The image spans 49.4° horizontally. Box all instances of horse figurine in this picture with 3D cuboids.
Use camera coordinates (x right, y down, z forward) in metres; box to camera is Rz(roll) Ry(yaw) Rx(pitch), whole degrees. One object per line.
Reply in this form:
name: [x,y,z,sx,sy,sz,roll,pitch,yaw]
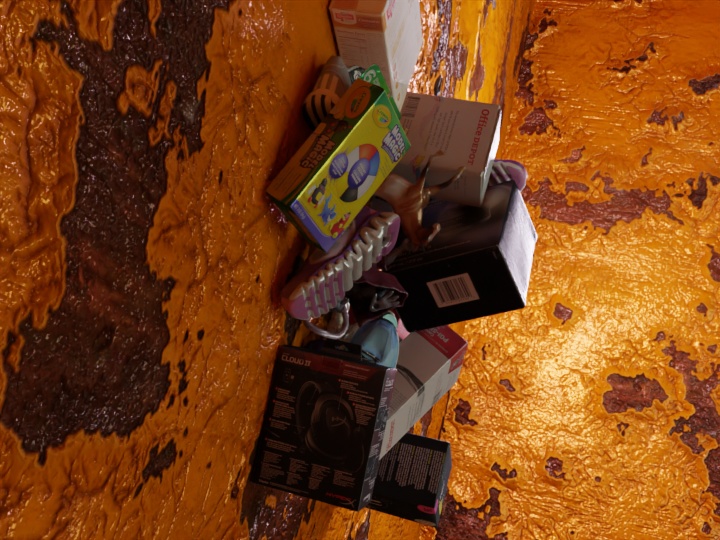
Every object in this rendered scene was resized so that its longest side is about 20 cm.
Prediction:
horse figurine: [0.053,-0.138,1.138,0.133,0.200,0.050,-54,-179,15]

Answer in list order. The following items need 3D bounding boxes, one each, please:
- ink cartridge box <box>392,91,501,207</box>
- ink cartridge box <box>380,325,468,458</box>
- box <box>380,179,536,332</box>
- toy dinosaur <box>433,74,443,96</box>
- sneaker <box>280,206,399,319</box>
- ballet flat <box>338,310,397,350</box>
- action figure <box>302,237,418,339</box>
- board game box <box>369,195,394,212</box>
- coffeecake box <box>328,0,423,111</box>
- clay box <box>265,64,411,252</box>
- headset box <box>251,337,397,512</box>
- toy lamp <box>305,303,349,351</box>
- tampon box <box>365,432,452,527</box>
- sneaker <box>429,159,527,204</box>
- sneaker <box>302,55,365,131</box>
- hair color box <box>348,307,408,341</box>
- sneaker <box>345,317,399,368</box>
ink cartridge box: [0.109,-0.193,1.220,0.088,0.199,0.146,77,27,-57]
ink cartridge box: [0.070,0.186,1.253,0.200,0.083,0.147,-40,156,-25]
box: [0.157,-0.025,1.234,0.124,0.199,0.199,62,30,-25]
toy dinosaur: [0.145,-0.223,1.339,0.181,0.105,0.201,10,103,-56]
sneaker: [-0.040,-0.021,1.009,0.200,0.088,0.081,-43,157,-30]
ballet flat: [-0.023,0.131,1.193,0.200,0.072,0.072,-42,149,-25]
action figure: [0.000,0.000,1.142,0.149,0.134,0.200,-50,-154,23]
board game box: [0.070,-0.136,1.395,0.148,0.064,0.201,38,62,-74]
coffeecake box: [0.027,-0.331,1.059,0.200,0.073,0.154,75,30,-61]
clay box: [-0.013,-0.132,0.920,0.200,0.048,0.115,-52,149,-9]
headset box: [-0.043,0.191,1.021,0.077,0.148,0.201,28,73,-75]
toy lamp: [-0.037,0.077,1.152,0.058,0.058,0.201,84,19,-48]
tampon box: [0.060,0.377,1.456,0.150,0.199,0.127,75,29,-59]
sneaker: [0.185,-0.157,1.318,0.081,0.199,0.089,62,36,-28]
sneaker: [-0.012,-0.198,1.010,0.200,0.075,0.116,68,33,-63]
hair color box: [0.036,0.086,1.350,0.200,0.101,0.062,51,52,-73]
sneaker: [0.001,0.161,1.103,0.090,0.078,0.201,134,-19,-83]
